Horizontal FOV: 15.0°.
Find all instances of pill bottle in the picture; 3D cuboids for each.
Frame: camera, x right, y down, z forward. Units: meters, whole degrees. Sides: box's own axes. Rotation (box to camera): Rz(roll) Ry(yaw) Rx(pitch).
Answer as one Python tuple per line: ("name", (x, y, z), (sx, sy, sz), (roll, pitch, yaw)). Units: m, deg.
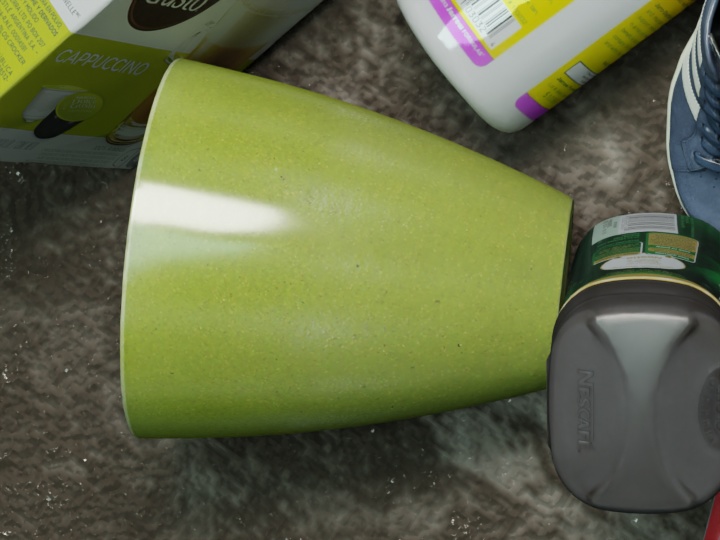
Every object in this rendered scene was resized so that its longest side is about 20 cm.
("pill bottle", (0.120, -0.163, 1.320), (0.200, 0.104, 0.104), (-36, 78, 13))

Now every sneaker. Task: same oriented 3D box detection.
("sneaker", (0.181, -0.088, 1.268), (0.075, 0.085, 0.200), (12, 126, 8))

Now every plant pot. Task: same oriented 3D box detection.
("plant pot", (0.000, 0.000, 1.327), (0.199, 0.187, 0.188), (6, 89, 5))

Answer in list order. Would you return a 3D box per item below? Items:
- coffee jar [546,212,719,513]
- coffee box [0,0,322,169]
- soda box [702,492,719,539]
("coffee jar", (0.132, 0.041, 1.249), (0.085, 0.200, 0.105), (0, 102, 8))
("coffee box", (-0.142, -0.189, 1.346), (0.198, 0.200, 0.200), (-39, 77, 19))
("soda box", (0.202, 0.111, 1.298), (0.063, 0.070, 0.201), (14, 92, 15))
